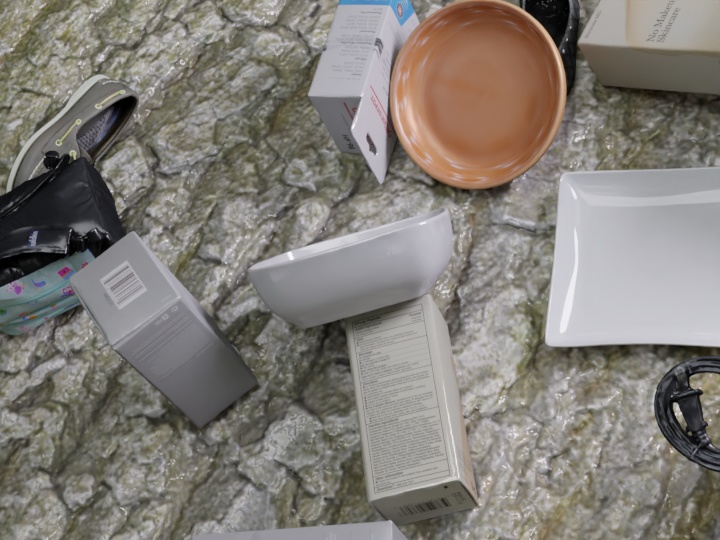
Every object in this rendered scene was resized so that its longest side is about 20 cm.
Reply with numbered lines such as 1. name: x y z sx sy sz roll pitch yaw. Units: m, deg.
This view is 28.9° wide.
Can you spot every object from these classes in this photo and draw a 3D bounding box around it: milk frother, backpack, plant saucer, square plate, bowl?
1. milk frother: 0.359 0.105 1.186 0.200 0.188 0.181 -5 60 18
2. backpack: -0.363 -0.018 1.557 0.200 0.127 0.167 -29 45 4
3. plant saucer: 0.126 -0.186 1.479 0.200 0.037 0.200 2 94 30
4. square plate: 0.288 -0.011 1.373 0.200 0.028 0.198 -1 63 20
5. bowl: 0.000 0.000 1.393 0.200 0.200 0.075 -16 92 9

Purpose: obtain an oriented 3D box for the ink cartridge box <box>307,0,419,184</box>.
1. ink cartridge box: 0.004 -0.208 1.533 0.067 0.116 0.200 6 64 23

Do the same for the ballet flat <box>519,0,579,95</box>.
1. ballet flat: 0.207 -0.272 1.531 0.066 0.057 0.200 -8 60 15

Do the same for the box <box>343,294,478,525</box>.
1. box: 0.048 0.133 1.350 0.095 0.078 0.200 -14 58 13

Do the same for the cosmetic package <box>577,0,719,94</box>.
1. cosmetic package: 0.336 -0.242 1.427 0.200 0.073 0.104 12 64 42

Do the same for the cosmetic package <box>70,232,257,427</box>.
1. cosmetic package: -0.193 0.063 1.398 0.090 0.200 0.107 -37 54 -6

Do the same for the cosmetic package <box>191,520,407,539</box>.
1. cosmetic package: -0.051 0.289 1.283 0.200 0.107 0.090 -11 58 16

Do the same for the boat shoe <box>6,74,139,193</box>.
1. boat shoe: -0.339 -0.145 1.651 0.060 0.072 0.202 22 68 34
